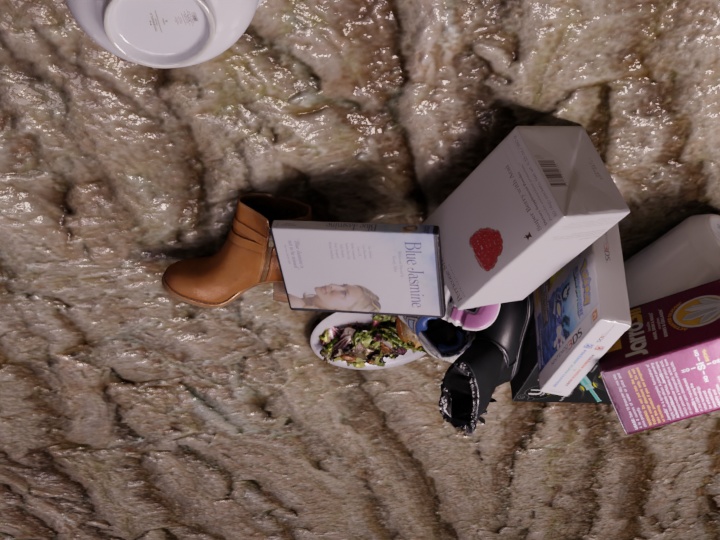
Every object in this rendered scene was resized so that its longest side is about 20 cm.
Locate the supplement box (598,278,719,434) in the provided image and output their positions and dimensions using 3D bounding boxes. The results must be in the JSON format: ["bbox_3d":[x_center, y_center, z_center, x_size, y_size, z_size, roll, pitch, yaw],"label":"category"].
[{"bbox_3d":[0.399,0.100,1.202,0.198,0.131,0.104,-20,113,19],"label":"supplement box"}]

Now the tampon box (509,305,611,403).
[{"bbox_3d":[0.324,0.103,1.423,0.197,0.128,0.151,2,146,-11],"label":"tampon box"}]

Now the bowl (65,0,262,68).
[{"bbox_3d":[-0.174,-0.243,0.858,0.198,0.091,0.202,-4,147,-2],"label":"bowl"}]

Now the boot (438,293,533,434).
[{"bbox_3d":[0.165,0.105,1.319,0.073,0.162,0.201,17,121,28],"label":"boot"}]

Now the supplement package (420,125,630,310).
[{"bbox_3d":[0.184,-0.058,1.136,0.119,0.122,0.200,-7,153,-38],"label":"supplement package"}]

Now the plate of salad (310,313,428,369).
[{"bbox_3d":[0.024,0.108,1.458,0.197,0.049,0.201,-4,147,-3],"label":"plate of salad"}]

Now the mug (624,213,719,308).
[{"bbox_3d":[0.447,0.004,1.306,0.185,0.150,0.154,-13,150,-46],"label":"mug"}]

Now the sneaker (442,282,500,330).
[{"bbox_3d":[0.087,0.017,1.266,0.198,0.081,0.088,24,-175,10],"label":"sneaker"}]

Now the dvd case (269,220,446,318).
[{"bbox_3d":[0.000,0.000,1.163,0.197,0.018,0.144,2,136,12],"label":"dvd case"}]

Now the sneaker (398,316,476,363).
[{"bbox_3d":[0.120,0.095,1.388,0.077,0.085,0.200,-48,133,5],"label":"sneaker"}]

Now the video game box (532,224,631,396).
[{"bbox_3d":[0.271,0.027,1.232,0.046,0.202,0.183,11,144,-12],"label":"video game box"}]

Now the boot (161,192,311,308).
[{"bbox_3d":[-0.150,-0.025,1.210,0.197,0.077,0.156,6,139,1],"label":"boot"}]
